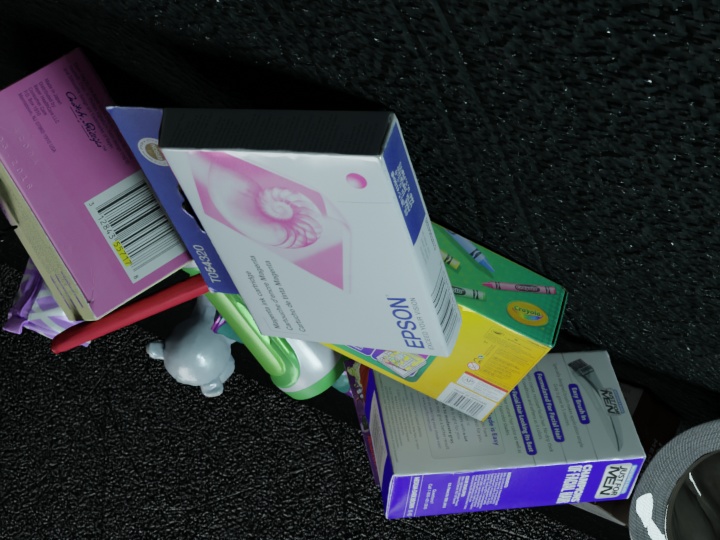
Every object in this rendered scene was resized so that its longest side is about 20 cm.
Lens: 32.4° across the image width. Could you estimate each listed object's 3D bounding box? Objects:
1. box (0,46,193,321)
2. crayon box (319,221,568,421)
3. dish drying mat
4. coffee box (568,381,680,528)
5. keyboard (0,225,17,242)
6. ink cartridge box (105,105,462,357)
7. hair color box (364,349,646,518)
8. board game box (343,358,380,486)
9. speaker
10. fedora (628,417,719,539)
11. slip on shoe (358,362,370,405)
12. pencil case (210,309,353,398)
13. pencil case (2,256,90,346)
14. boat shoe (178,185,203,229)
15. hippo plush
[{"bbox_3d":[-0.225,-0.059,0.983,0.177,0.096,0.200,60,162,-7],"label":"box"},{"bbox_3d":[0.034,0.022,0.903,0.199,0.059,0.119,26,141,-5],"label":"crayon box"},{"bbox_3d":[-0.150,0.019,0.999,0.077,0.199,0.018,-155,43,-85],"label":"dish drying mat"},{"bbox_3d":[0.179,0.149,1.157,0.199,0.114,0.080,17,166,45],"label":"coffee box"},{"bbox_3d":[-0.293,-0.060,0.972,0.039,0.105,0.200,-8,171,-14],"label":"keyboard"},{"bbox_3d":[-0.049,-0.022,0.799,0.198,0.044,0.197,3,143,22],"label":"ink cartridge box"},{"bbox_3d":[0.109,0.127,0.975,0.198,0.110,0.065,-3,136,-8],"label":"hair color box"},{"bbox_3d":[0.059,0.137,1.219,0.032,0.121,0.199,-25,167,28],"label":"board game box"},{"bbox_3d":[-0.092,0.026,1.165,0.088,0.088,0.200,10,141,57],"label":"speaker"},{"bbox_3d":[0.320,0.193,0.999,0.199,0.178,0.090,21,-162,10],"label":"fedora"},{"bbox_3d":[0.061,0.065,1.019,0.074,0.062,0.200,20,142,-24],"label":"slip on shoe"},{"bbox_3d":[-0.054,0.066,1.284,0.199,0.086,0.092,26,-173,-3],"label":"pencil case"},{"bbox_3d":[-0.258,-0.031,1.134,0.083,0.202,0.085,10,171,25],"label":"pencil case"},{"bbox_3d":[-0.143,-0.060,1.045,0.060,0.073,0.201,27,175,-33],"label":"boat shoe"},{"bbox_3d":[-0.149,0.071,1.449,0.158,0.162,0.200,26,170,1],"label":"hippo plush"}]
